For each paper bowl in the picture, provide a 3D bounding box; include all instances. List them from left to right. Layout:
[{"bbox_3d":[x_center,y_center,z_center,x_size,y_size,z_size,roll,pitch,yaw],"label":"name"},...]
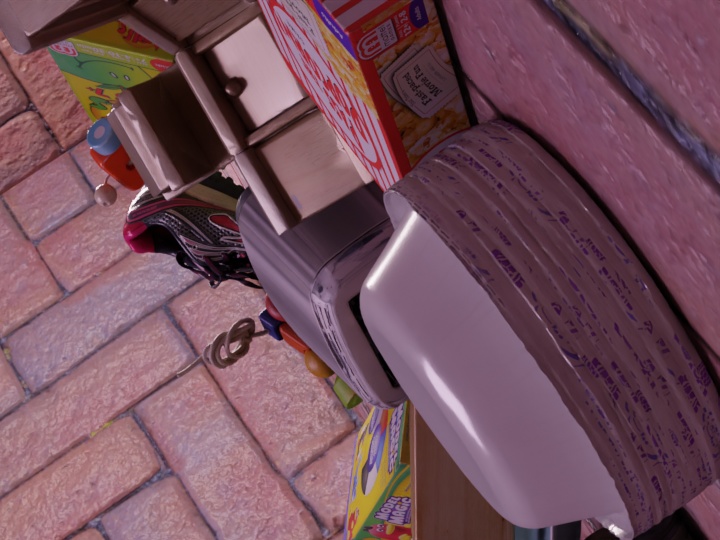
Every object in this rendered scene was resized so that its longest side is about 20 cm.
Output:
[{"bbox_3d":[0.076,0.039,0.879,0.201,0.104,0.201,54,174,9],"label":"paper bowl"}]

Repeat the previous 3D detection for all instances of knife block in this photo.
[{"bbox_3d":[0.064,0.143,1.180,0.200,0.064,0.176,90,178,-51],"label":"knife block"}]

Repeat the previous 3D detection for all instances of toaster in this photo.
[{"bbox_3d":[0.000,0.000,1.288,0.129,0.114,0.200,45,166,45],"label":"toaster"}]

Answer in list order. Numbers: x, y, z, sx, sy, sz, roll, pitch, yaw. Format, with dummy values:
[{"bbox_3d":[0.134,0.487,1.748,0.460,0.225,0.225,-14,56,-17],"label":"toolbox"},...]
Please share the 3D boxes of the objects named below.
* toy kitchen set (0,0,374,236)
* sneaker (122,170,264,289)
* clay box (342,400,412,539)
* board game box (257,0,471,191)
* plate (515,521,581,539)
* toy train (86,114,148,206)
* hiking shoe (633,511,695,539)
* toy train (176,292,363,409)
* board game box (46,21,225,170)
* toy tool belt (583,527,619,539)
[{"bbox_3d":[-0.119,-0.092,1.087,0.200,0.163,0.180,59,-149,-3],"label":"toy kitchen set"},{"bbox_3d":[-0.087,-0.016,1.438,0.200,0.075,0.081,19,146,24],"label":"sneaker"},{"bbox_3d":[0.035,0.135,1.444,0.200,0.047,0.115,114,166,-53],"label":"clay box"},{"bbox_3d":[-0.005,-0.120,0.941,0.152,0.046,0.200,53,174,30],"label":"board game box"},{"bbox_3d":[0.113,0.142,1.160,0.200,0.026,0.201,-178,90,-86],"label":"plate"},{"bbox_3d":[-0.097,-0.088,1.294,0.200,0.150,0.056,32,-169,-47],"label":"toy train"},{"bbox_3d":[0.177,0.223,1.122,0.101,0.076,0.200,48,160,21],"label":"hiking shoe"},{"bbox_3d":[-0.032,0.065,1.495,0.116,0.200,0.085,50,173,16],"label":"toy train"},{"bbox_3d":[-0.155,-0.140,1.360,0.101,0.048,0.200,13,164,10],"label":"board game box"},{"bbox_3d":[0.161,0.268,1.349,0.123,0.125,0.200,52,158,4],"label":"toy tool belt"}]
